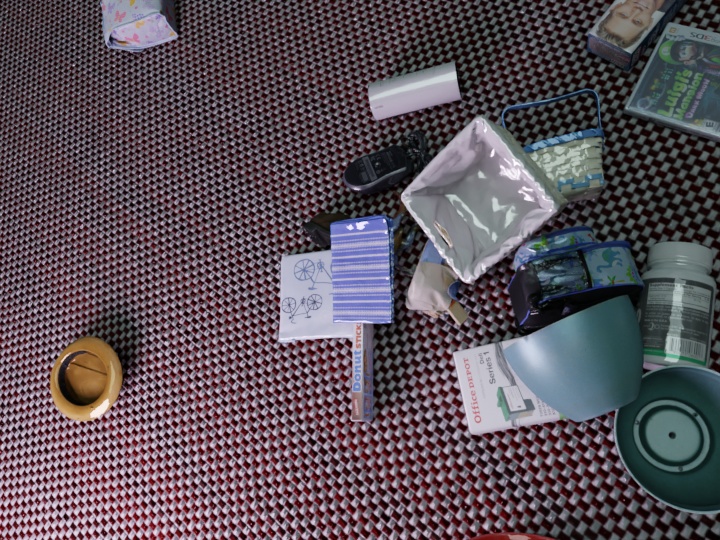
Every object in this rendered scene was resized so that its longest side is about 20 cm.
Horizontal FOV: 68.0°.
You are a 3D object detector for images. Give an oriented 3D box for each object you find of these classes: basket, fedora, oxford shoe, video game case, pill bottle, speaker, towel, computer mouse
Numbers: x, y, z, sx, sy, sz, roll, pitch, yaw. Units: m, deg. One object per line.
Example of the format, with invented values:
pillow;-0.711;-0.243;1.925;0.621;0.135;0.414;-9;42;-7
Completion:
basket;0.215;-0.119;0.916;0.200;0.160;0.199;-43;76;27
fedora;-0.627;0.253;1.254;0.198;0.082;0.204;-3;76;13
oxford shoe;-0.038;-0.082;1.124;0.199;0.073;0.085;31;72;39
basket;0.362;-0.225;0.995;0.174;0.139;0.203;-8;85;16
video game case;0.628;-0.358;1.005;0.180;0.023;0.202;27;86;25
pill bottle;0.515;0.063;0.877;0.112;0.113;0.203;9;78;22
speaker;0.120;-0.391;1.166;0.197;0.081;0.082;-10;72;17
towel;0.000;0.000;1.021;0.143;0.024;0.203;-3;88;34
computer mouse;0.060;-0.214;1.156;0.198;0.053;0.140;-18;60;5

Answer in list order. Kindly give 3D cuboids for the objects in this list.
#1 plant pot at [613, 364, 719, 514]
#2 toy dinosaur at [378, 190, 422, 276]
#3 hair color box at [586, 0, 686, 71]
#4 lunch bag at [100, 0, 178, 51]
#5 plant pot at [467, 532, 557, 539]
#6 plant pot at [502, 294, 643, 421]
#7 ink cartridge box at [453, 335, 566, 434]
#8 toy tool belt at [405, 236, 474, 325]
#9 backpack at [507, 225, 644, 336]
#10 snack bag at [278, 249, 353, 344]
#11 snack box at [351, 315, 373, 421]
plant pot;0.490;0.253;0.821;0.198;0.134;0.203;-5;74;18
toy dinosaur;0.061;-0.037;1.112;0.181;0.105;0.201;-42;32;15
hair color box;0.553;-0.507;1.054;0.100;0.060;0.201;40;91;25
lunch bag;-0.632;-0.727;1.511;0.197;0.127;0.172;-15;72;5
plant pot;0.244;0.526;0.814;0.198;0.200;0.180;-5;83;18
plant pot;0.330;0.141;0.789;0.198;0.200;0.136;-26;72;11
ink cartridge box;0.275;0.198;0.941;0.197;0.084;0.148;-15;70;14
toy tool belt;0.171;-0.002;1.028;0.122;0.125;0.202;21;66;5
backpack;0.361;0.012;0.911;0.197;0.183;0.149;-10;69;5
snack bag;-0.088;0.053;1.149;0.186;0.021;0.203;-6;73;19
snack box;0.005;0.191;1.048;0.024;0.072;0.203;-4;74;17
